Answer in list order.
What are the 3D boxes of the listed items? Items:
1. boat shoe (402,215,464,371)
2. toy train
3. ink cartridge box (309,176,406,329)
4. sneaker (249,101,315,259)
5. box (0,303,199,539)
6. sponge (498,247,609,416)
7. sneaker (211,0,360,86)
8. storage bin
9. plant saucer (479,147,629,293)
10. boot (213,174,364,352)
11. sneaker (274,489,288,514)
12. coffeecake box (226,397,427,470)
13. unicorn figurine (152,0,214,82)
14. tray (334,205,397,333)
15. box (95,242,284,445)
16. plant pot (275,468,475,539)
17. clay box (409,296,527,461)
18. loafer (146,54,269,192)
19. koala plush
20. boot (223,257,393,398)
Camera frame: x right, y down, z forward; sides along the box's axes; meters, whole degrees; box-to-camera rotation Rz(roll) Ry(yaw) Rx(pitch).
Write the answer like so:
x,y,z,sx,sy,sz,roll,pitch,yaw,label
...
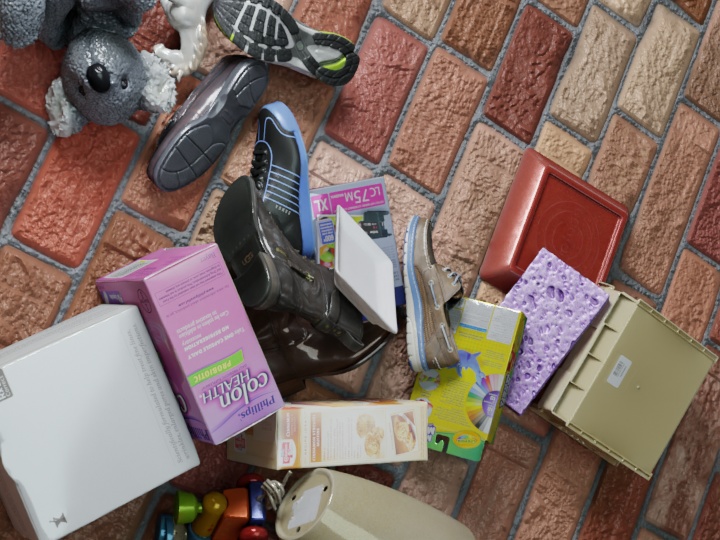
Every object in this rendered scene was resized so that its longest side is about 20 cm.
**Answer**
x,y,z,sx,sy,sz,roll,pitch,yaw,label
0.096,0.028,1.725,0.072,0.072,0.202,-4,85,12,boat shoe
-0.162,0.271,1.542,0.115,0.200,0.085,7,51,-19,toy train
-0.010,-0.011,1.707,0.119,0.042,0.202,-12,96,-27,ink cartridge box
-0.109,-0.103,1.638,0.077,0.070,0.202,-12,95,-33,sneaker
-0.316,0.165,1.487,0.199,0.130,0.200,-25,101,-26,box
0.226,0.082,1.782,0.111,0.030,0.200,37,85,13,sponge
-0.100,-0.281,1.635,0.199,0.081,0.074,24,91,-34,sneaker
0.356,0.150,1.846,0.198,0.094,0.201,34,85,-25,storage bin
0.281,-0.040,1.864,0.199,0.037,0.201,28,77,-26,plant saucer
-0.077,-0.005,1.556,0.174,0.069,0.201,21,42,-43,boot
-0.045,0.344,1.661,0.200,0.074,0.082,39,67,-22,sneaker
-0.042,0.193,1.620,0.199,0.153,0.074,1,88,-28,coffeecake box
-0.209,-0.320,1.583,0.200,0.074,0.138,-53,122,-25,unicorn figurine
0.000,0.000,1.605,0.022,0.200,0.107,-39,109,16,tray
-0.196,0.081,1.527,0.096,0.176,0.201,-28,102,-26,box
0.004,0.319,1.549,0.200,0.187,0.188,42,71,-27,plant pot
0.134,0.139,1.740,0.048,0.114,0.201,38,67,-68,clay box
-0.190,-0.179,1.611,0.200,0.063,0.072,-51,141,-15,loafer
-0.295,-0.254,1.502,0.176,0.184,0.201,-18,114,-4,koala plush
-0.074,0.036,1.623,0.186,0.064,0.201,-27,109,-5,boot
